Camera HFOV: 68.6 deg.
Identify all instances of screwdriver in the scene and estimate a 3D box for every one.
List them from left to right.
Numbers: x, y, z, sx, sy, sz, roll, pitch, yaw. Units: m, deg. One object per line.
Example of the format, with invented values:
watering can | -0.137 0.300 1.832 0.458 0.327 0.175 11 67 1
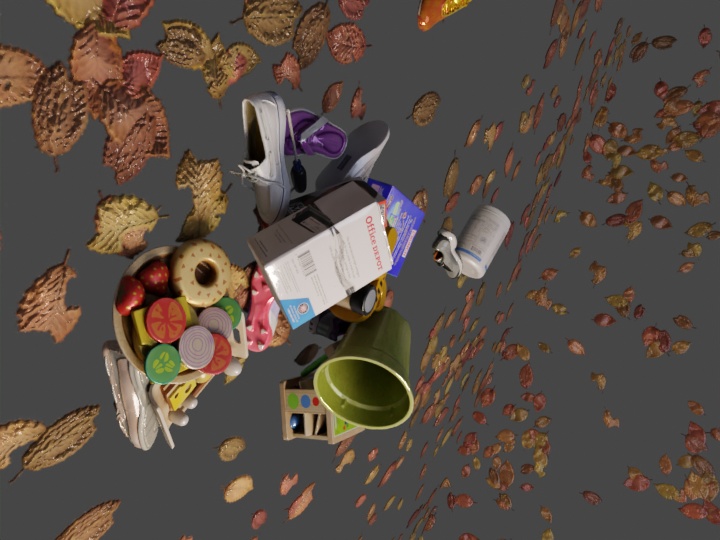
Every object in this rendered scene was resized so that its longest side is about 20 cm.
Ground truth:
screwdriver | -0.106 -0.187 0.862 0.201 0.027 0.030 92 -8 -68

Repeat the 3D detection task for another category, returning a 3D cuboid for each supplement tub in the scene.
supplement tub | 0.376 -0.091 1.679 0.202 0.130 0.132 -57 150 -15

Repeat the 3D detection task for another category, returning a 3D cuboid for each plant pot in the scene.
plant pot | 0.026 0.178 1.063 0.186 0.196 0.204 -67 162 -49

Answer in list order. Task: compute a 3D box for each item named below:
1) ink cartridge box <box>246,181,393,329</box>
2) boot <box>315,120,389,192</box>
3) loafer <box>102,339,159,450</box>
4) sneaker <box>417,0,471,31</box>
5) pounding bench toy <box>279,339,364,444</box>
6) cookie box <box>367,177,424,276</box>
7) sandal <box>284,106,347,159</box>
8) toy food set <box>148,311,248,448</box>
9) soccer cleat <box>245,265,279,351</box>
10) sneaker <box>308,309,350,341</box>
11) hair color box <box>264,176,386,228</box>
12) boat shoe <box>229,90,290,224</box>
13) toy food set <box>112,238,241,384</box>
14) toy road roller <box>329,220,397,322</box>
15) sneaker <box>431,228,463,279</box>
ink cartridge box | -0.059 -0.026 0.841 0.198 0.084 0.146 -30 135 -14
boot | -0.010 -0.197 1.039 0.200 0.073 0.096 -48 153 -13
loafer | -0.340 0.182 0.788 0.072 0.061 0.204 -81 180 -59
sneaker | 0.181 -0.555 1.069 0.201 0.076 0.073 -51 150 -21
pounding bench toy | -0.093 0.258 1.161 0.123 0.153 0.205 1 84 -57
cookie box | 0.052 -0.091 1.199 0.199 0.074 0.174 25 90 -61
sandal | -0.077 -0.231 0.909 0.201 0.049 0.084 -14 123 -54
toy food set | -0.254 0.175 0.858 0.201 0.060 0.145 -55 164 -37
soccer cleat | -0.169 0.049 0.969 0.076 0.065 0.204 -81 -175 -84
sneaker | -0.027 0.112 1.208 0.199 0.086 0.076 -28 134 -47
hair color box | -0.061 -0.091 0.926 0.197 0.102 0.062 -23 134 -23
boat shoe | -0.157 -0.163 0.805 0.086 0.074 0.206 -28 131 -48
toy food set | -0.255 0.063 0.757 0.199 0.048 0.202 -22 100 -53
toy road roller | 0.000 0.000 1.031 0.146 0.121 0.204 37 70 -64
sneaker | 0.253 -0.038 1.587 0.079 0.074 0.201 -45 140 -15
